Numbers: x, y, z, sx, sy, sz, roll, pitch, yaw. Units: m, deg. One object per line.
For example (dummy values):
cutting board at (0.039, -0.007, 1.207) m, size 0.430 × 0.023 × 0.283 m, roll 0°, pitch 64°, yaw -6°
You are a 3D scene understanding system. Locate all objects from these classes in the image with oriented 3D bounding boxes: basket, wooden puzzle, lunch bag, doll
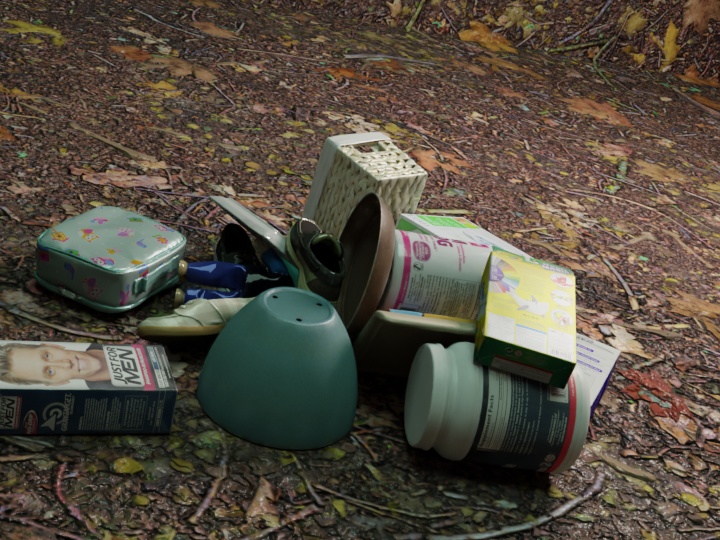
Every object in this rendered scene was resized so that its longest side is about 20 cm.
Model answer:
basket at (0.002, -0.098, 1.756) m, size 0.135 × 0.202 × 0.123 m, roll -12°, pitch 39°, yaw -45°
wooden puzzle at (0.081, 0.095, 1.430) m, size 0.182 × 0.200 × 0.038 m, roll 8°, pitch 65°, yaw -14°
lunch bag at (-0.336, -0.013, 1.526) m, size 0.159 × 0.078 × 0.200 m, roll 23°, pitch 26°, yaw 14°
doll at (-0.148, 0.024, 1.522) m, size 0.197 × 0.138 × 0.049 m, roll 7°, pitch -14°, yaw -3°

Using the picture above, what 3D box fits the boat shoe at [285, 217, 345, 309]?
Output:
boat shoe at (-0.051, -0.019, 1.482) m, size 0.073 × 0.065 × 0.201 m, roll 22°, pitch 25°, yaw -26°

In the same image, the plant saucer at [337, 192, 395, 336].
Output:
plant saucer at (0.000, 0.000, 1.460) m, size 0.034 × 0.202 × 0.201 m, roll 17°, pitch 23°, yaw -15°

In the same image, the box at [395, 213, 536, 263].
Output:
box at (0.164, -0.002, 1.740) m, size 0.199 × 0.098 × 0.175 m, roll 33°, pitch 19°, yaw 36°

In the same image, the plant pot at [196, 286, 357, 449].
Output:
plant pot at (-0.089, 0.101, 1.352) m, size 0.197 × 0.136 × 0.201 m, roll 12°, pitch 24°, yaw -5°

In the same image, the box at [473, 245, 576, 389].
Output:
box at (0.201, 0.049, 1.363) m, size 0.116 × 0.049 × 0.201 m, roll 17°, pitch 38°, yaw -1°

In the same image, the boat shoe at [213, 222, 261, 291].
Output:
boat shoe at (-0.175, -0.004, 1.622) m, size 0.068 × 0.057 × 0.200 m, roll 5°, pitch 26°, yaw -22°

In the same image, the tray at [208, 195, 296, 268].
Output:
tray at (-0.140, -0.056, 1.607) m, size 0.107 × 0.022 × 0.200 m, roll 43°, pitch -5°, yaw -36°

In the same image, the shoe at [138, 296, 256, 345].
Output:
shoe at (-0.192, 0.062, 1.439) m, size 0.198 × 0.054 × 0.070 m, roll -2°, pitch -14°, yaw -33°

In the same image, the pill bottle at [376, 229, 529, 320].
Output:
pill bottle at (0.120, 0.016, 1.480) m, size 0.197 × 0.115 × 0.114 m, roll 9°, pitch 25°, yaw -16°

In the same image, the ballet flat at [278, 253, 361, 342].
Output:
ballet flat at (-0.060, 0.042, 1.604) m, size 0.063 × 0.068 × 0.200 m, roll 30°, pitch 9°, yaw -44°

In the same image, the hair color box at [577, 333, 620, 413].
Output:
hair color box at (0.280, 0.151, 1.543) m, size 0.108 × 0.066 × 0.200 m, roll 22°, pitch 27°, yaw 17°

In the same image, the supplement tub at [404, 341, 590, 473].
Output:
supplement tub at (0.163, 0.164, 1.354) m, size 0.197 × 0.142 × 0.141 m, roll 9°, pitch 25°, yaw -11°

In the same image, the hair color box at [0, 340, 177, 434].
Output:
hair color box at (-0.312, 0.130, 1.253) m, size 0.197 × 0.061 × 0.100 m, roll 3°, pitch 26°, yaw -24°
